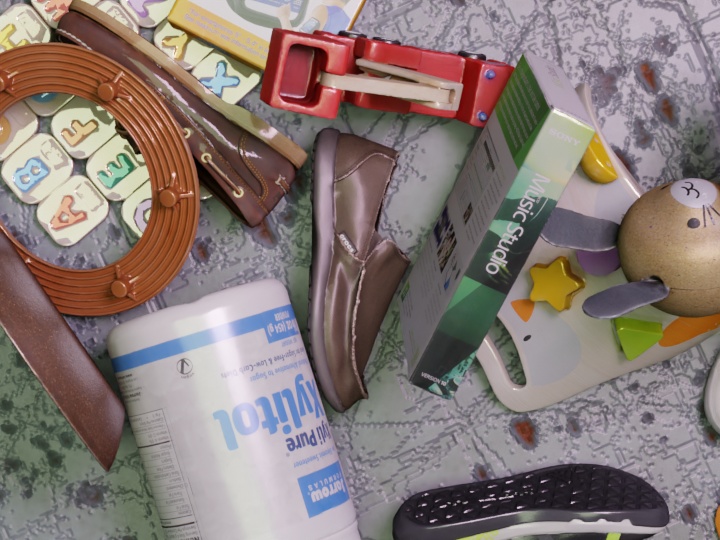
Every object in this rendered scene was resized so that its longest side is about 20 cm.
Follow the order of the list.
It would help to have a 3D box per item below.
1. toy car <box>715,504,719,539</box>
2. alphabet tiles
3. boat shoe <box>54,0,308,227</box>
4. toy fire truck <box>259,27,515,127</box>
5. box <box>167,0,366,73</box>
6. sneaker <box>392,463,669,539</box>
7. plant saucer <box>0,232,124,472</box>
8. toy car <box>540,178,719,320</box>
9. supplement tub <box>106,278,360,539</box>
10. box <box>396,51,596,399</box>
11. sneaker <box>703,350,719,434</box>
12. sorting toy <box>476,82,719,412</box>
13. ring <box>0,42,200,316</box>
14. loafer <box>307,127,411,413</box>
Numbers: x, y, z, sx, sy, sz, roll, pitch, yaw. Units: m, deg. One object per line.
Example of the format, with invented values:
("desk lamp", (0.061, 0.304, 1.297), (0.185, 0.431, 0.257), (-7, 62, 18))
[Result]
("toy car", (0.330, 0.151, 1.273), (0.200, 0.184, 0.177), (-9, 90, 31))
("alphabet tiles", (-0.178, -0.122, 1.344), (0.196, 0.015, 0.200), (-40, 89, 2))
("boat shoe", (-0.135, -0.108, 1.300), (0.200, 0.070, 0.070), (36, 85, 1))
("toy fire truck", (0.024, -0.126, 1.248), (0.200, 0.141, 0.049), (8, 101, -18))
("box", (-0.039, -0.236, 1.321), (0.119, 0.041, 0.200), (27, 92, -1))
("sneaker", (0.117, 0.191, 1.319), (0.200, 0.072, 0.083), (-5, 114, 3))
("plant saucer", (-0.213, 0.043, 1.256), (0.037, 0.200, 0.200), (-35, 89, -8))
("toy car", (0.215, -0.032, 1.162), (0.200, 0.164, 0.158), (-15, 130, -9))
("supplement tub", (-0.086, 0.116, 1.283), (0.132, 0.132, 0.200), (-18, 90, 2))
("box", (0.084, -0.032, 1.213), (0.036, 0.144, 0.200), (22, 109, -10))
("sneaker", (0.315, 0.039, 1.292), (0.073, 0.085, 0.200), (42, 93, 0))
("sorting toy", (0.141, 0.006, 1.305), (0.180, 0.107, 0.200), (-38, 89, 21))
("ring", (-0.207, -0.059, 1.300), (0.200, 0.019, 0.201), (7, 112, 17))
("loafer", (0.000, 0.000, 1.307), (0.071, 0.073, 0.200), (0, 91, 2))
